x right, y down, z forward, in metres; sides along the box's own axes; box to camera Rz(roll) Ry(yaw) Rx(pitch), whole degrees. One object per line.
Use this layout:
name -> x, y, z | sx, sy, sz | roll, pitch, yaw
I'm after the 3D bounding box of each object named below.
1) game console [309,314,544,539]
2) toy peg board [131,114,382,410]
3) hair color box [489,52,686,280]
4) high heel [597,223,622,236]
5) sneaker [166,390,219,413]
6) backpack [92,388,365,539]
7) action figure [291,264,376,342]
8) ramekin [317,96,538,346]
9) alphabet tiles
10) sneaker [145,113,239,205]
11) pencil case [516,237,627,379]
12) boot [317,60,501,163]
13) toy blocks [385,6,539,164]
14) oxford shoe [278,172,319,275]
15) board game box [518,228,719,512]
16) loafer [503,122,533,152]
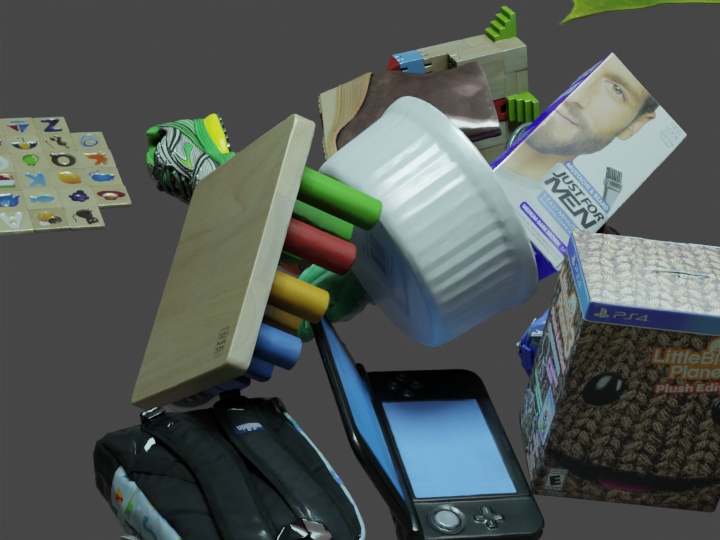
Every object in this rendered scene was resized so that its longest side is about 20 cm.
game console -> 0.048, 0.112, 1.210 | 0.175, 0.117, 0.200 | 0, 37, -16
toy peg board -> -0.074, 0.013, 1.184 | 0.098, 0.200, 0.200 | 22, 68, -22
hair color box -> 0.196, -0.095, 1.418 | 0.109, 0.065, 0.200 | 47, 66, -3
high heel -> 0.169, -0.035, 1.528 | 0.199, 0.096, 0.068 | 18, 74, 33
sneaker -> -0.116, 0.044, 1.306 | 0.078, 0.080, 0.201 | 15, 60, 8
backpack -> -0.076, 0.185, 1.068 | 0.163, 0.154, 0.200 | -11, 19, -32
action figure -> 0.000, 0.000, 1.397 | 0.118, 0.055, 0.200 | 18, 45, 34
ramekin -> 0.049, -0.034, 1.273 | 0.098, 0.201, 0.200 | -34, 50, -14
alphabet tiles -> -0.320, -0.095, 1.496 | 0.166, 0.006, 0.200 | -5, 38, -22
sneaker -> -0.160, -0.084, 1.477 | 0.085, 0.078, 0.200 | -8, 30, -14
pencil case -> 0.210, 0.043, 1.384 | 0.087, 0.078, 0.200 | 18, 35, 23
boot -> 0.049, -0.118, 1.422 | 0.166, 0.073, 0.201 | -10, 49, 2
toy blocks -> 0.099, -0.152, 1.550 | 0.136, 0.201, 0.100 | -15, 31, -13
oxford shoe -> -0.046, -0.071, 1.484 | 0.072, 0.071, 0.200 | 18, 36, 19
board game box -> 0.229, 0.083, 1.227 | 0.159, 0.201, 0.097 | 6, 35, -6
loafer -> 0.139, -0.043, 1.457 | 0.072, 0.063, 0.201 | 24, 72, -4
